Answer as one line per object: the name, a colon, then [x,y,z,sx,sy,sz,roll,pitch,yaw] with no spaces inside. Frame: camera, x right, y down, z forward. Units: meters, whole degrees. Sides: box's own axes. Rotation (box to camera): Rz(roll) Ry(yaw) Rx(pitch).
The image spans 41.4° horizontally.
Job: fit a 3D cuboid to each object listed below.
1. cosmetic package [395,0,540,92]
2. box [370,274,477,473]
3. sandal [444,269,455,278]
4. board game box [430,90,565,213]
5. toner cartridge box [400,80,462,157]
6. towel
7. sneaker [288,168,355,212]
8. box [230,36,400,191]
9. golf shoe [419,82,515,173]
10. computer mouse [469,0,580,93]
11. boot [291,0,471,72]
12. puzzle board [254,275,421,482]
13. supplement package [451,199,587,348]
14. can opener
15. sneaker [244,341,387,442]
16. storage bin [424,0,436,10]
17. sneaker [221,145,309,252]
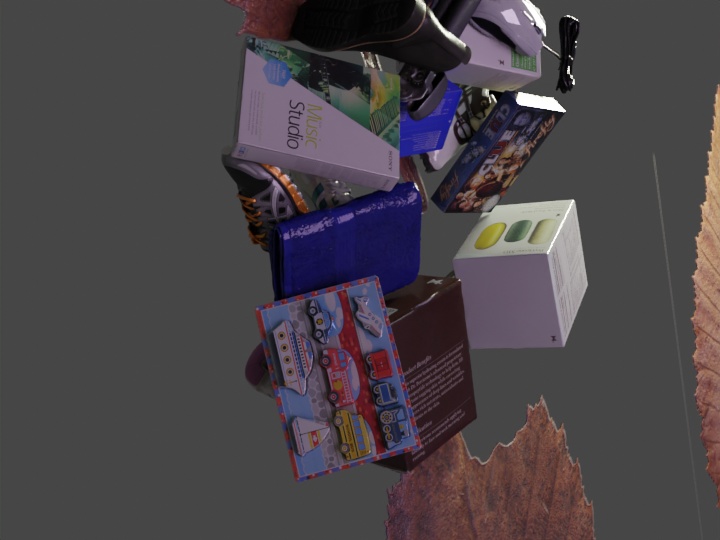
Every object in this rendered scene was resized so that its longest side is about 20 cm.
cosmetic package: [0.151,-0.323,1.334,0.196,0.084,0.110,3,82,-30]
box: [0.037,0.125,1.250,0.165,0.162,0.204,-25,113,-44]
sandal: [0.134,0.058,1.440,0.199,0.054,0.083,-33,120,-44]
board game box: [0.205,-0.172,1.421,0.134,0.035,0.201,-5,138,-48]
toner cartridge box: [0.047,-0.200,1.272,0.198,0.043,0.096,-16,137,-42]
towel: [-0.018,-0.022,1.145,0.197,0.050,0.150,-19,130,-25]
sneaker: [-0.026,-0.087,1.203,0.070,0.092,0.204,-33,119,-42]
box: [-0.048,-0.181,1.105,0.196,0.036,0.147,11,64,-20]
golf shoe: [0.157,-0.223,1.405,0.201,0.093,0.078,-56,133,-27]
computer mouse: [0.227,-0.333,1.304,0.197,0.044,0.112,23,73,-25]
boot: [0.024,-0.278,1.158,0.137,0.198,0.079,22,84,-49]
puzzle board: [-0.026,0.121,1.080,0.147,0.017,0.204,-14,81,-7]
supplement package: [0.249,0.004,1.460,0.200,0.149,0.154,-50,131,-55]
can opener: [0.102,-0.285,1.235,0.202,0.053,0.067,-60,144,-22]
sneaker: [-0.044,0.152,1.151,0.081,0.198,0.089,-57,151,-16]
storage bin: [0.037,-0.393,1.156,0.196,0.134,0.149,11,83,-25]
sneaker: [-0.106,-0.064,1.131,0.077,0.078,0.201,-46,123,-13]
